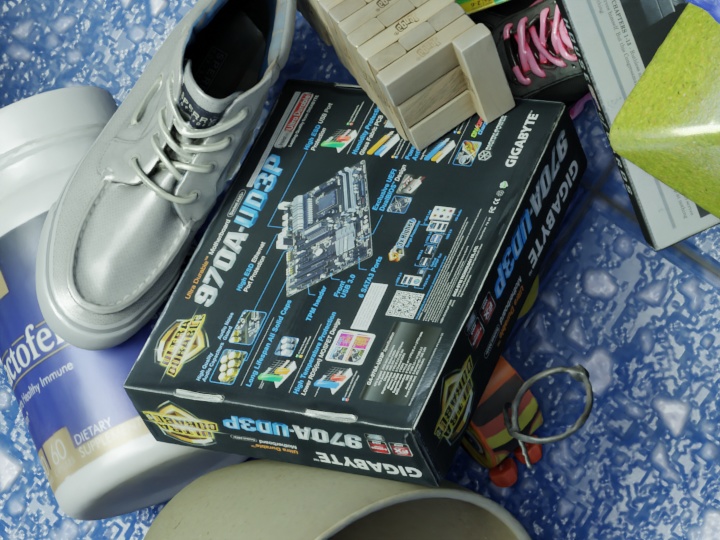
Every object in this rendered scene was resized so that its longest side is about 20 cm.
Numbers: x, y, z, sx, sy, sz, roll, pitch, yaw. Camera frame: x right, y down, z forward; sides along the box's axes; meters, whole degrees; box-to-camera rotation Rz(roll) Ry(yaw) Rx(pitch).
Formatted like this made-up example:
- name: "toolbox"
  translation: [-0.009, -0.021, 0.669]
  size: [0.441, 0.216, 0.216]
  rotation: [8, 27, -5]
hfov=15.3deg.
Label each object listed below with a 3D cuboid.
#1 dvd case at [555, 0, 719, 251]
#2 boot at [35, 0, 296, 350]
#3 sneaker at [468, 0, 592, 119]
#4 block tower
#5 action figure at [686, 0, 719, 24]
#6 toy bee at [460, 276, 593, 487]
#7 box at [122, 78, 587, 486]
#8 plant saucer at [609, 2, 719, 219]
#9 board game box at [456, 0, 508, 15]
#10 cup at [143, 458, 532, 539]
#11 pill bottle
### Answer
- name: "dvd case"
  translation: [0.199, -0.117, 1.236]
  size: [0.199, 0.025, 0.151]
  rotation: [-24, 107, -4]
- name: "boot"
  translation: [-0.092, -0.062, 1.281]
  size: [0.073, 0.096, 0.201]
  rotation: [26, 64, -7]
- name: "sneaker"
  translation: [0.112, -0.119, 1.297]
  size: [0.199, 0.095, 0.079]
  rotation: [-20, 82, 17]
- name: "block tower"
  translation: [-0.002, -0.140, 1.313]
  size: [0.058, 0.054, 0.200]
  rotation: [-34, 50, -7]
- name: "action figure"
  translation: [0.182, -0.113, 1.148]
  size: [0.199, 0.052, 0.066]
  rotation: [29, 93, -19]
- name: "toy bee"
  translation: [0.042, 0.058, 1.307]
  size: [0.130, 0.109, 0.201]
  rotation: [-25, 46, 2]
- name: "box"
  translation: [0.000, 0.000, 1.268]
  size: [0.158, 0.046, 0.201]
  rotation: [6, 54, 29]
- name: "plant saucer"
  translation: [0.247, -0.088, 1.215]
  size: [0.199, 0.048, 0.201]
  rotation: [31, 96, -16]
- name: "board game box"
  translation: [0.074, -0.221, 1.328]
  size: [0.095, 0.030, 0.201]
  rotation: [-18, 61, 17]
- name: "cup"
  translation: [-0.031, 0.169, 1.283]
  size: [0.143, 0.200, 0.201]
  rotation: [30, 95, 46]
- name: "pill bottle"
  translation: [-0.133, 0.015, 1.357]
  size: [0.115, 0.116, 0.201]
  rotation: [-27, 76, 15]
